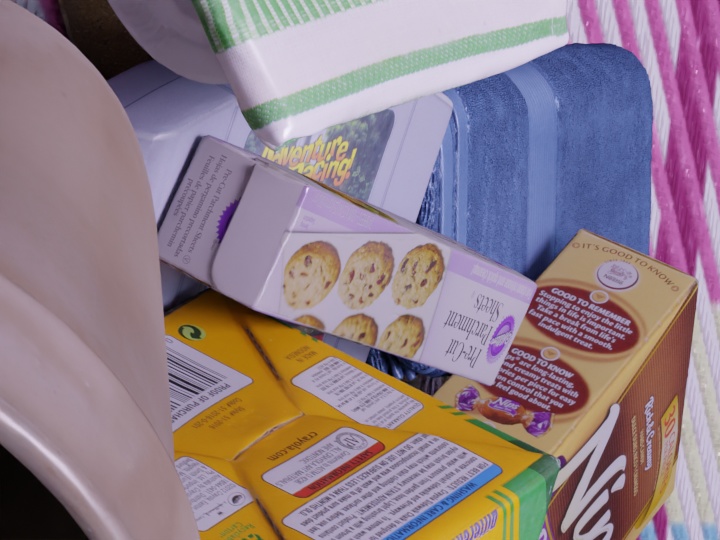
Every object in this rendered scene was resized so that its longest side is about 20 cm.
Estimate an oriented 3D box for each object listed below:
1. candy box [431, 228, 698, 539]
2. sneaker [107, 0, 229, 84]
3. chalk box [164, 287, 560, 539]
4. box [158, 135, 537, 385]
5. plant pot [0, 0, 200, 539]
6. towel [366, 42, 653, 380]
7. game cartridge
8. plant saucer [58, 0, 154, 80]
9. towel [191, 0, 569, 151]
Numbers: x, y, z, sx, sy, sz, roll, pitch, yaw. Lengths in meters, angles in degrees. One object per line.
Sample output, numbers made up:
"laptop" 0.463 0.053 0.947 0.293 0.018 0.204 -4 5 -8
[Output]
"candy box" 0.048 0.091 1.060 0.200 0.056 0.117 -48 151 -37
"sneaker" -0.044 -0.161 0.835 0.201 0.080 0.146 61 37 -14
"chalk box" -0.044 0.131 0.840 0.125 0.124 0.201 -30 138 -53
"box" 0.000 0.000 0.910 0.042 0.039 0.200 -63 157 2
"plant pot" -0.119 0.027 0.665 0.174 0.199 0.201 -75 156 -51
"towel" 0.051 -0.026 1.110 0.200 0.048 0.112 -16 111 -60
"game cartridge" -0.038 -0.007 0.915 0.200 0.041 0.134 -13 120 -61
"plant saucer" -0.033 -0.133 0.942 0.200 0.035 0.201 -20 112 -61
"towel" -0.011 -0.141 0.786 0.152 0.023 0.201 -23 100 -51
